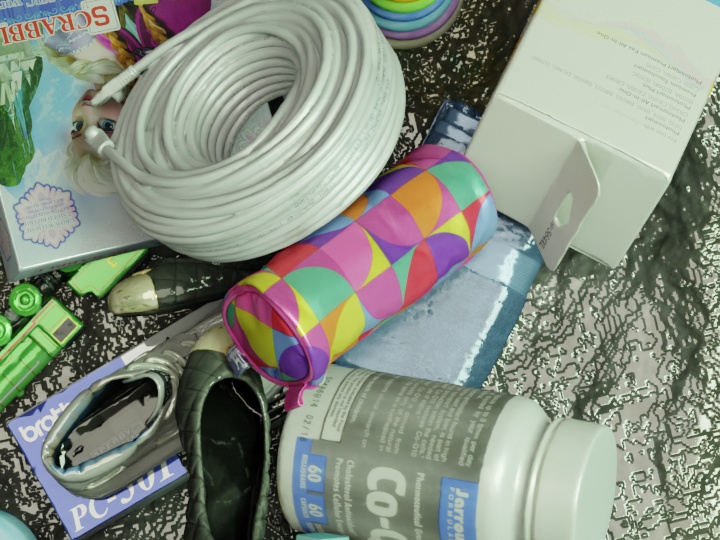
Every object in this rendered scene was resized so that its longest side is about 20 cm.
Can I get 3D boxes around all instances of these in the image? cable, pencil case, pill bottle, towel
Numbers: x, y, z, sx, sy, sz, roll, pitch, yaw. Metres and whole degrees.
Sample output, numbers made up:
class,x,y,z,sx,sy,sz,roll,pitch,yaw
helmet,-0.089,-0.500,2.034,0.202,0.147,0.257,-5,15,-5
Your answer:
class,x,y,z,sx,sy,sz,roll,pitch,yaw
cable,-0.066,-0.093,1.583,0.200,0.069,0.200,-37,42,5
pencil case,0.000,0.000,1.579,0.088,0.088,0.200,48,57,5
pill bottle,0.057,0.130,1.608,0.199,0.114,0.114,9,84,21
towel,0.064,-0.007,1.693,0.111,0.049,0.200,26,85,3

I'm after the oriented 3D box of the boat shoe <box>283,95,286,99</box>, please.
class,x,y,z,sx,sy,sz,roll,pitch,yaw
boat shoe,-0.034,-0.173,1.689,0.074,0.065,0.200,-31,94,-37

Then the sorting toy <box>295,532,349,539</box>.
class,x,y,z,sx,sy,sz,roll,pitch,yaw
sorting toy,-0.002,0.225,1.622,0.179,0.200,0.107,-1,62,-3

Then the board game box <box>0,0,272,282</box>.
class,x,y,z,sx,sy,sz,roll,pitch,yaw
board game box,-0.164,-0.112,1.680,0.199,0.041,0.200,-15,84,-20

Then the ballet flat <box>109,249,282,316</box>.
class,x,y,z,sx,sy,sz,roll,pitch,yaw
ballet flat,-0.078,-0.021,1.641,0.200,0.066,0.057,-26,103,-20

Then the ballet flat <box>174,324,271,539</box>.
class,x,y,z,sx,sy,sz,roll,pitch,yaw
ballet flat,-0.077,0.119,1.543,0.066,0.057,0.200,16,52,-27

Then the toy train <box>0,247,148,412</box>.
class,x,y,z,sx,sy,sz,roll,pitch,yaw
toy train,-0.222,0.038,1.700,0.056,0.042,0.200,44,86,-5

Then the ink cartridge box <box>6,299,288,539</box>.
class,x,y,z,sx,sy,sz,roll,pitch,yaw
ink cartridge box,-0.128,0.093,1.689,0.200,0.044,0.094,-30,83,-1

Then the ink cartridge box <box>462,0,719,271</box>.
class,x,y,z,sx,sy,sz,roll,pitch,yaw
ink cartridge box,0.153,-0.111,1.625,0.125,0.129,0.200,27,60,2

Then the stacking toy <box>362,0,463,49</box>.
class,x,y,z,sx,sy,sz,roll,pitch,yaw
stacking toy,0.028,-0.204,1.636,0.085,0.200,0.086,0,84,1

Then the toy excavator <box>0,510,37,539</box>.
class,x,y,z,sx,sy,sz,roll,pitch,yaw
toy excavator,-0.236,0.229,1.650,0.199,0.100,0.195,12,85,1

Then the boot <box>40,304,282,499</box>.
class,x,y,z,sx,sy,sz,roll,pitch,yaw
boot,-0.117,0.078,1.619,0.200,0.096,0.074,-39,82,-3
